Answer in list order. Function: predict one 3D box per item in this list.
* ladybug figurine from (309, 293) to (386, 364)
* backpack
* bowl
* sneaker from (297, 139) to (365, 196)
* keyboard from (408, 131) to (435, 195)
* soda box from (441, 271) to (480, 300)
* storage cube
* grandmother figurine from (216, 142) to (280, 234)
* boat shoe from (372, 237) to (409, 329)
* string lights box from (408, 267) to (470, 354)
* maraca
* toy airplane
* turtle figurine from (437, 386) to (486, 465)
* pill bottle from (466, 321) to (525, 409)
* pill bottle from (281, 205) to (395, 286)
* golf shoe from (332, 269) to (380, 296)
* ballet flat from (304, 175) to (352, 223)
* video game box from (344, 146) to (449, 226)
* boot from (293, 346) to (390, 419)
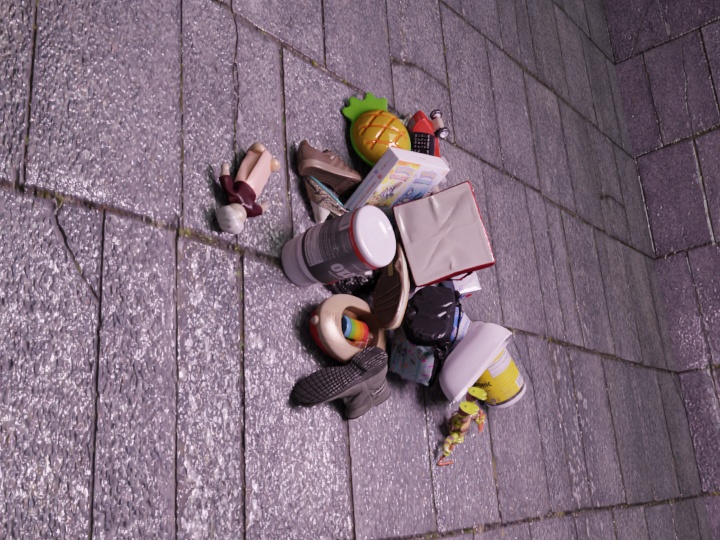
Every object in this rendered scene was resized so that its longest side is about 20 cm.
[{"bbox_3d":[-0.030,0.118,1.411,0.200,0.072,0.137,27,56,-44],"label":"ladybug figurine"},{"bbox_3d":[0.127,0.142,1.494,0.201,0.126,0.167,98,16,-46],"label":"backpack"},{"bbox_3d":[0.244,0.195,1.603,0.075,0.200,0.200,39,0,16],"label":"bowl"},{"bbox_3d":[-0.052,-0.217,1.526,0.199,0.070,0.076,19,56,-48],"label":"sneaker"},{"bbox_3d":[0.115,-0.220,1.686,0.021,0.127,0.201,-11,108,-47],"label":"keyboard"},{"bbox_3d":[0.210,-0.034,1.678,0.063,0.068,0.201,-11,73,-16],"label":"soda box"},{"bbox_3d":[0.177,-0.073,1.530,0.180,0.170,0.201,0,73,-80],"label":"storage cube"},{"bbox_3d":[-0.209,-0.145,1.310,0.121,0.060,0.201,38,45,-25],"label":"grandmother figurine"},{"bbox_3d":[0.074,0.033,1.463,0.076,0.071,0.201,44,45,-49],"label":"boat shoe"},{"bbox_3d":[0.172,0.091,1.687,0.200,0.059,0.103,52,42,-24],"label":"string lights box"},{"bbox_3d":[0.037,-0.315,1.649,0.136,0.107,0.201,-18,73,-22],"label":"maraca"},{"bbox_3d":[0.144,-0.287,1.771,0.200,0.140,0.200,-107,-178,-77],"label":"toy airplane"},{"bbox_3d":[0.232,0.333,1.622,0.064,0.162,0.200,35,44,26],"label":"turtle figurine"},{"bbox_3d":[0.310,0.226,1.762,0.201,0.111,0.111,59,39,-16],"label":"pill bottle"},{"bbox_3d":[-0.044,-0.039,1.352,0.114,0.199,0.115,24,57,-44],"label":"pill bottle"},{"bbox_3d":[0.000,0.000,1.512,0.199,0.078,0.095,-1,58,-53],"label":"golf shoe"},{"bbox_3d":[-0.045,-0.111,1.486,0.199,0.068,0.076,33,88,-21],"label":"ballet flat"},{"bbox_3d":[0.078,-0.177,1.582,0.199,0.182,0.047,-1,46,-51],"label":"video game box"},{"bbox_3d":[-0.025,0.236,1.358,0.199,0.068,0.131,-23,131,-23],"label":"boot"}]
